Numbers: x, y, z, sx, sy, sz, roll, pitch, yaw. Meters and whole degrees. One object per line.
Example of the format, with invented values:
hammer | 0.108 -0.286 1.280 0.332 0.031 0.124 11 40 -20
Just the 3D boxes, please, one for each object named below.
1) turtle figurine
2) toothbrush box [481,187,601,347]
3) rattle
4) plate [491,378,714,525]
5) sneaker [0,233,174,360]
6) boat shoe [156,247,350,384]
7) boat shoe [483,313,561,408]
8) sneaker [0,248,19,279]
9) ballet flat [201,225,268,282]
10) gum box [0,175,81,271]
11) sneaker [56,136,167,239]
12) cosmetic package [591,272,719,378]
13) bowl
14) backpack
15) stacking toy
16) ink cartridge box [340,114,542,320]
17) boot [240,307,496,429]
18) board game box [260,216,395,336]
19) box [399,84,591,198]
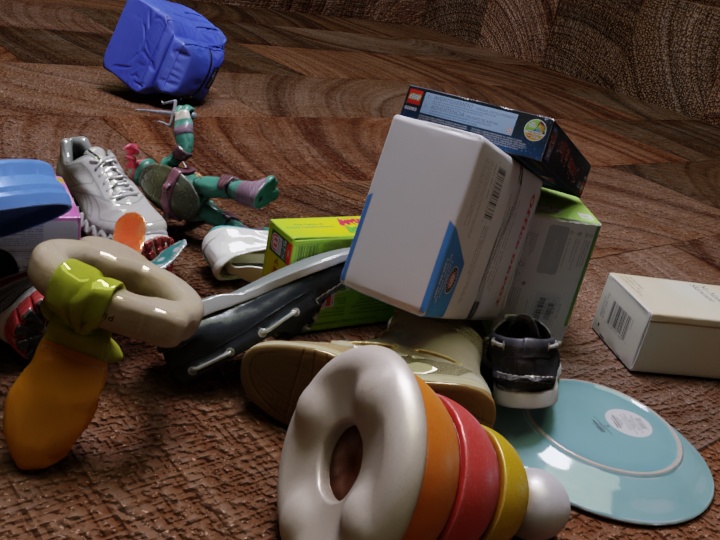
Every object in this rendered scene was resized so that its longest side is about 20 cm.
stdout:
turtle figurine | -0.191 -0.097 0.910 0.200 0.150 0.101 28 55 18
toothbrush box | 0.181 -0.028 0.899 0.086 0.146 0.200 9 23 -8
rattle | -0.193 0.041 0.609 0.130 0.143 0.200 4 13 -20
plate | 0.203 0.139 0.684 0.200 0.026 0.200 10 23 -4
sneaker | -0.240 0.006 0.700 0.082 0.078 0.200 22 25 24
boat shoe | -0.074 0.033 0.676 0.200 0.060 0.076 -21 5 -15
boat shoe | 0.146 0.069 0.726 0.074 0.060 0.200 1 8 13
sneaker | -0.373 0.015 0.623 0.087 0.075 0.200 19 24 27
ballet flat | -0.068 -0.010 0.855 0.200 0.070 0.069 0 26 -17
gum box | -0.368 -0.044 0.760 0.200 0.066 0.114 -2 28 -29
sneaker | -0.284 -0.087 0.888 0.200 0.081 0.075 31 28 33
cosmetic package | 0.372 0.064 0.879 0.200 0.073 0.104 5 24 -14
bowl | -0.324 -0.040 0.601 0.200 0.039 0.201 -17 3 1
backpack | -0.336 -0.388 1.452 0.168 0.163 0.200 41 21 10
stacking toy | 0.058 0.141 0.525 0.200 0.146 0.146 21 17 -30
ink cartridge box | 0.080 -0.037 0.704 0.084 0.145 0.200 21 5 26
boot | 0.011 0.076 0.676 0.200 0.073 0.155 7 19 4
board game box | 0.000 0.000 0.800 0.200 0.102 0.048 -5 29 -34
box | 0.137 -0.120 0.771 0.136 0.038 0.200 19 4 24
